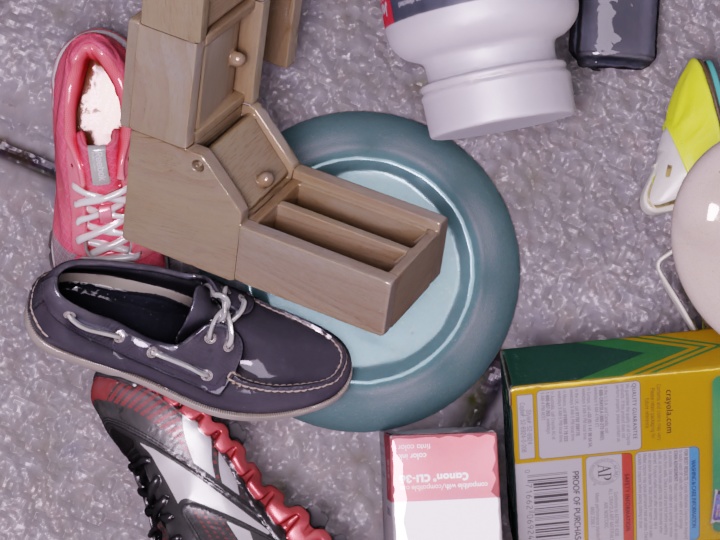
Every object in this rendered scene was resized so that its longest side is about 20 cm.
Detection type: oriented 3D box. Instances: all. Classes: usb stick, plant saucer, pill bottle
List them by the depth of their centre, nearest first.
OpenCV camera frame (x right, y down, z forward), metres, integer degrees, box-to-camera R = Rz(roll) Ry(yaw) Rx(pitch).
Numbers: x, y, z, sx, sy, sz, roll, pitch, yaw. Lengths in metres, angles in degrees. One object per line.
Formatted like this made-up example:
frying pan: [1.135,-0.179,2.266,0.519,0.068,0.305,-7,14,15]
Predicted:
pill bottle: [0.067,-0.185,1.512,0.120,0.120,0.200,-10,88,-2]
plant saucer: [0.000,0.000,1.546,0.200,0.036,0.200,0,88,-2]
usb stick: [0.162,-0.222,1.559,0.055,0.033,0.200,4,87,-1]

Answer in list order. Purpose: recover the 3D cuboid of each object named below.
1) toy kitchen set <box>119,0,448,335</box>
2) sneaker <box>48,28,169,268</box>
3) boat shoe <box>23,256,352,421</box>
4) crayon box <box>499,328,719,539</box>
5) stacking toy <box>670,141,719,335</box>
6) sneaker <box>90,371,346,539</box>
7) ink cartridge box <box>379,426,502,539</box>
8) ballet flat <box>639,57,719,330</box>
toy kitchen set: [-0.020,-0.109,1.464,0.180,0.163,0.200,21,126,18]
sneaker: [-0.160,-0.049,1.517,0.074,0.087,0.200,-7,89,-1]
boat shoe: [-0.097,0.037,1.477,0.200,0.063,0.073,14,64,-9]
crayon box: [0.188,0.102,1.513,0.200,0.052,0.126,-5,119,-1]
stacking toy: [0.285,-0.041,1.495,0.146,0.200,0.146,13,117,27]
sneaker: [-0.100,0.141,1.512,0.200,0.071,0.098,46,67,0]
ink cartridge box: [0.049,0.195,1.499,0.067,0.116,0.200,-3,87,-3]
ballet flat: [0.208,-0.028,1.538,0.067,0.067,0.200,-15,90,0]
